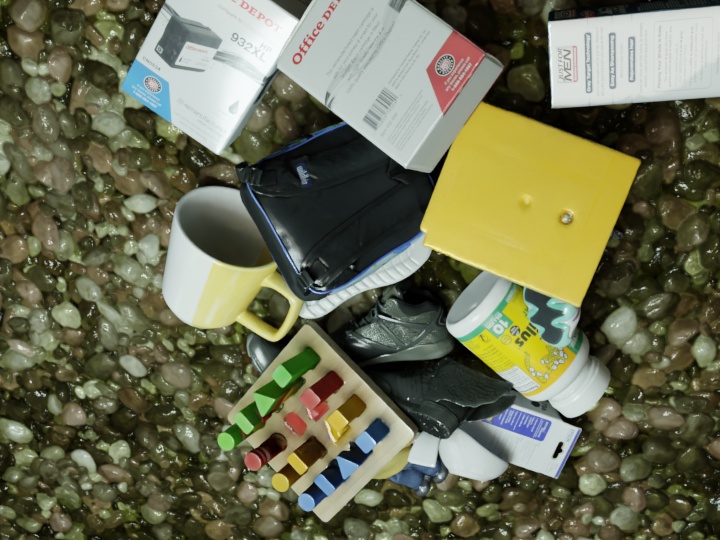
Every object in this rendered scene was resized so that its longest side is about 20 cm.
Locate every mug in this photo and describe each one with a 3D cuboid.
[{"bbox_3d":[-0.180,0.009,1.189,0.149,0.187,0.153,-4,139,-36],"label":"mug"}]

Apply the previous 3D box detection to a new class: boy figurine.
[{"bbox_3d":[0.024,0.256,1.292,0.200,0.064,0.124,28,123,-25],"label":"boy figurine"}]

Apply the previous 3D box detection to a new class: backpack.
[{"bbox_3d":[-0.025,-0.079,1.098,0.200,0.147,0.183,-30,91,-13],"label":"backpack"}]

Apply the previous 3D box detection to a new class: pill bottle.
[{"bbox_3d":[0.217,0.094,1.171,0.200,0.113,0.113,41,118,-9],"label":"pill bottle"}]

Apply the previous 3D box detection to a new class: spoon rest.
[{"bbox_3d":[0.132,0.245,1.241,0.099,0.200,0.061,6,77,32],"label":"spoon rest"}]

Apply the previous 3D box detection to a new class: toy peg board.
[{"bbox_3d":[-0.071,0.210,1.183,0.199,0.098,0.200,45,117,9],"label":"toy peg board"}]

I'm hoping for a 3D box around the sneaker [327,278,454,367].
[{"bbox_3d":[0.018,0.068,1.225,0.199,0.076,0.114,-9,113,13],"label":"sneaker"}]

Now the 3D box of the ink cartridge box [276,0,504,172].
[{"bbox_3d":[0.031,-0.224,1.006,0.200,0.083,0.147,41,107,18],"label":"ink cartridge box"}]

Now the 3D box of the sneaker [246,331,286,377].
[{"bbox_3d":[-0.071,0.140,1.288,0.200,0.075,0.079,40,116,-20],"label":"sneaker"}]

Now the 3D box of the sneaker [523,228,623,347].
[{"bbox_3d":[0.264,-0.016,1.102,0.078,0.140,0.200,11,111,55],"label":"sneaker"}]

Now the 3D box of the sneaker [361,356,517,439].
[{"bbox_3d":[0.093,0.153,1.199,0.200,0.104,0.060,22,146,38],"label":"sneaker"}]

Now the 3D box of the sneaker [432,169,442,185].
[{"bbox_3d":[0.139,-0.103,1.104,0.070,0.078,0.200,43,117,-12],"label":"sneaker"}]

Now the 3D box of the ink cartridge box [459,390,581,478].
[{"bbox_3d":[0.196,0.213,1.281,0.200,0.039,0.100,20,120,3],"label":"ink cartridge box"}]

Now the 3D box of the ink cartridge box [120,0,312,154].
[{"bbox_3d":[-0.167,-0.263,1.084,0.145,0.084,0.200,35,119,-6],"label":"ink cartridge box"}]

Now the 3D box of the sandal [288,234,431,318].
[{"bbox_3d":[-0.003,-0.007,1.203,0.202,0.050,0.083,-26,90,8],"label":"sandal"}]

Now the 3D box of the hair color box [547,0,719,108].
[{"bbox_3d":[0.308,-0.239,1.005,0.200,0.061,0.100,-2,117,13],"label":"hair color box"}]

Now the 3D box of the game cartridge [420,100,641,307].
[{"bbox_3d":[0.184,-0.076,1.026,0.200,0.032,0.176,23,98,8],"label":"game cartridge"}]
